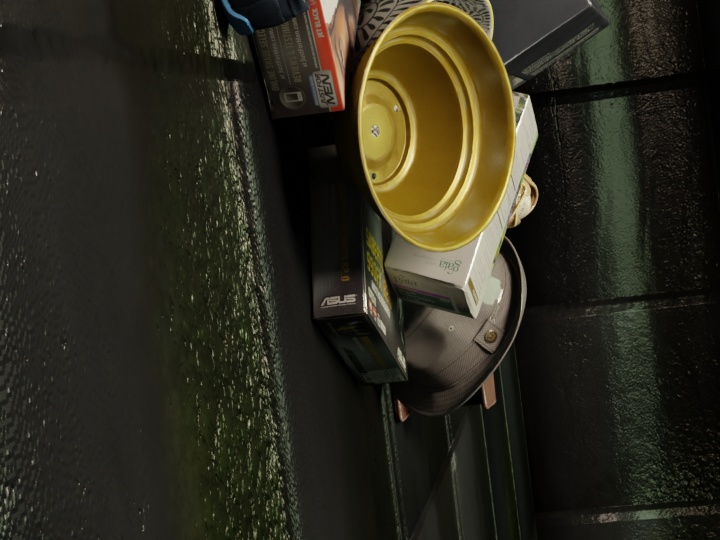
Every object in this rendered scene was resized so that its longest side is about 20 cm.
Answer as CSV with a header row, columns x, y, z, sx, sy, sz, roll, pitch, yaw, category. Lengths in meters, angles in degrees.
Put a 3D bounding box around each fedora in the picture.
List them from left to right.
x,y,z,sx,sy,sz,roll,pitch,yaw,category
0.071,0.038,1.441,0.090,0.200,0.177,32,12,-39,fedora

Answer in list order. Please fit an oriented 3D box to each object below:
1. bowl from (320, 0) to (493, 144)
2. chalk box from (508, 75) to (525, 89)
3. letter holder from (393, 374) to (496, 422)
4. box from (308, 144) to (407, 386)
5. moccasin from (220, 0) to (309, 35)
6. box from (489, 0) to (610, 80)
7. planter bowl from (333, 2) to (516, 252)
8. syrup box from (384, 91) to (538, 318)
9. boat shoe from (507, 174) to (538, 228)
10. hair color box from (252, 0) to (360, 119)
x,y,z,sx,sy,sz,roll,pitch,yaw,category
0.022,-0.192,1.318,0.200,0.094,0.201,-40,154,-24,bowl
0.136,-0.267,1.726,0.124,0.199,0.124,57,7,6,chalk box
0.084,0.060,1.604,0.142,0.100,0.202,-5,89,-78,letter holder
0.000,0.000,1.297,0.200,0.048,0.160,62,24,-66,box
-0.065,-0.263,1.029,0.080,0.068,0.202,44,40,-75,moccasin
0.150,-0.311,1.480,0.197,0.117,0.200,58,15,5,box
0.037,-0.117,1.195,0.200,0.083,0.202,-2,93,-47,planter bowl
0.095,-0.066,1.325,0.082,0.078,0.201,59,48,-65,syrup box
0.141,-0.077,1.465,0.200,0.069,0.074,-28,138,-70,boat shoe
-0.043,-0.223,1.154,0.201,0.063,0.112,-82,163,-51,hair color box
